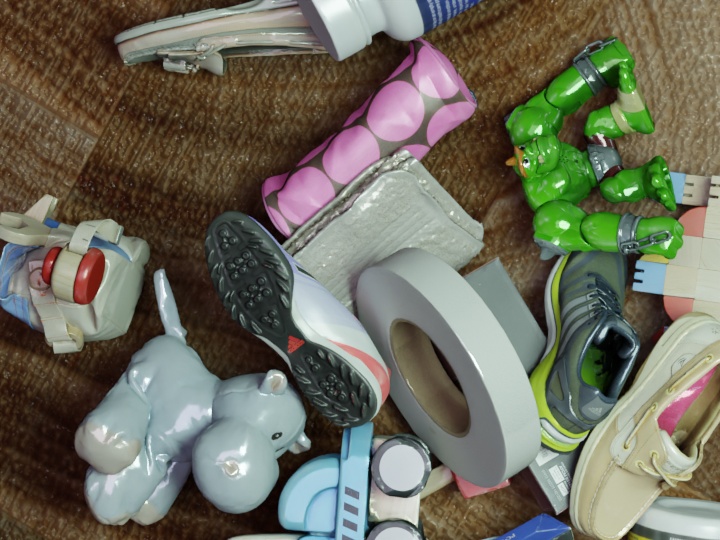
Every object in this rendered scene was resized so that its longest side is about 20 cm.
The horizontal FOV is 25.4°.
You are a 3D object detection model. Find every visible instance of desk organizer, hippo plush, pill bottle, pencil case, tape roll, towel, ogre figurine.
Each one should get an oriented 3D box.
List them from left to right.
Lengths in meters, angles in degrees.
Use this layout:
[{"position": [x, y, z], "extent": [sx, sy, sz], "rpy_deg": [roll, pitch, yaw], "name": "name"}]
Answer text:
[{"position": [-0.122, 0.136, 1.324], "extent": [0.160, 0.160, 0.200], "rpy_deg": [11, 52, 18], "name": "hippo plush"}, {"position": [0.000, 0.000, 1.330], "extent": [0.200, 0.035, 0.132], "rpy_deg": [-42, 128, 8], "name": "towel"}, {"position": [0.004, -0.103, 1.341], "extent": [0.200, 0.094, 0.091], "rpy_deg": [-42, 129, 7], "name": "pencil case"}, {"position": [0.046, -0.257, 1.297], "extent": [0.200, 0.120, 0.120], "rpy_deg": [-31, 86, -4], "name": "pill bottle"}, {"position": [0.067, 0.078, 1.263], "extent": [0.037, 0.203, 0.203], "rpy_deg": [-30, 85, -20], "name": "tape roll"}, {"position": [0.124, 0.099, 1.316], "extent": [0.072, 0.077, 0.200], "rpy_deg": [-29, 86, -19], "name": "desk organizer"}, {"position": [0.185, -0.086, 1.304], "extent": [0.120, 0.098, 0.201], "rpy_deg": [-21, 79, 18], "name": "ogre figurine"}, {"position": [0.264, 0.290, 1.290], "extent": [0.111, 0.111, 0.201], "rpy_deg": [5, 92, 9], "name": "pill bottle"}]

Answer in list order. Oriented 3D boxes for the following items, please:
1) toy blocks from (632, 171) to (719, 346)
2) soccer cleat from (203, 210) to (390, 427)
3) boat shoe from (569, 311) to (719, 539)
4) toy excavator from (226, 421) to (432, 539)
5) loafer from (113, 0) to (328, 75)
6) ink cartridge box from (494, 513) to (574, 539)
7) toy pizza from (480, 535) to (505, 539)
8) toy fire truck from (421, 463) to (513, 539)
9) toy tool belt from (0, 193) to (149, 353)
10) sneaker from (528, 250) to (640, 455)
[{"position": [0.286, 0.000, 1.303], "extent": [0.136, 0.100, 0.201], "rpy_deg": [8, 92, 20], "name": "toy blocks"}, {"position": [-0.049, 0.033, 1.272], "extent": [0.068, 0.073, 0.200], "rpy_deg": [-36, 96, 27], "name": "soccer cleat"}, {"position": [0.232, 0.130, 1.239], "extent": [0.074, 0.069, 0.200], "rpy_deg": [22, 101, -32], "name": "boat shoe"}, {"position": [-0.047, 0.215, 1.284], "extent": [0.199, 0.100, 0.195], "rpy_deg": [5, 88, 4], "name": "toy excavator"}, {"position": [-0.110, -0.196, 1.367], "extent": [0.199, 0.072, 0.063], "rpy_deg": [-13, 96, 6], "name": "loafer"}, {"position": [0.147, 0.307, 1.292], "extent": [0.094, 0.044, 0.201], "rpy_deg": [-25, 110, -19], "name": "ink cartridge box"}, {"position": [0.104, 0.312, 1.315], "extent": [0.200, 0.032, 0.201], "rpy_deg": [-5, 101, -26], "name": "toy pizza"}, {"position": [0.042, 0.239, 1.354], "extent": [0.199, 0.049, 0.142], "rpy_deg": [-15, 88, 8], "name": "toy fire truck"}, {"position": [-0.258, 0.002, 1.325], "extent": [0.123, 0.200, 0.125], "rpy_deg": [16, 84, 6], "name": "toy tool belt"}, {"position": [0.190, 0.049, 1.269], "extent": [0.074, 0.081, 0.200], "rpy_deg": [29, 54, -21], "name": "sneaker"}]
